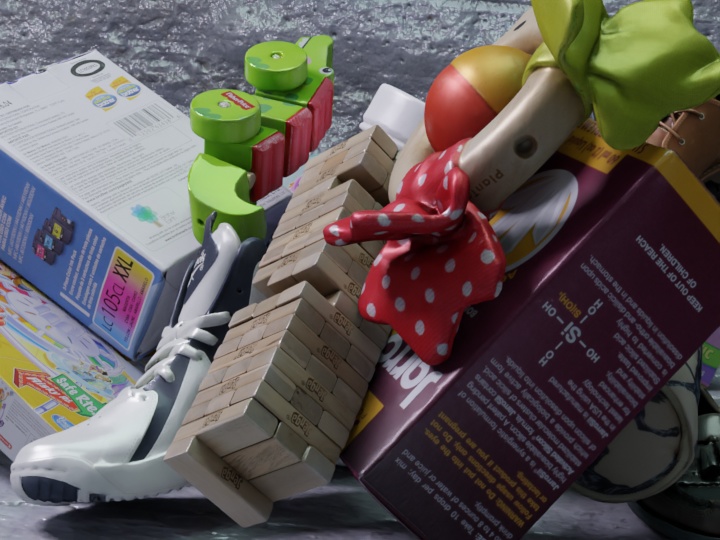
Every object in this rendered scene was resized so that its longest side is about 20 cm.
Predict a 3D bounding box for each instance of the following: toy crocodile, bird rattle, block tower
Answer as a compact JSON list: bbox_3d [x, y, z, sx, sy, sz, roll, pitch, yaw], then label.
[{"bbox_3d":[-0.051,-0.079,0.889,0.061,0.068,0.200,14,33,14],"label":"toy crocodile"},{"bbox_3d":[0.066,-0.058,0.708,0.112,0.200,0.163,33,9,-12],"label":"bird rattle"},{"bbox_3d":[-0.021,0.021,0.727,0.058,0.200,0.054,-24,-59,42],"label":"block tower"}]

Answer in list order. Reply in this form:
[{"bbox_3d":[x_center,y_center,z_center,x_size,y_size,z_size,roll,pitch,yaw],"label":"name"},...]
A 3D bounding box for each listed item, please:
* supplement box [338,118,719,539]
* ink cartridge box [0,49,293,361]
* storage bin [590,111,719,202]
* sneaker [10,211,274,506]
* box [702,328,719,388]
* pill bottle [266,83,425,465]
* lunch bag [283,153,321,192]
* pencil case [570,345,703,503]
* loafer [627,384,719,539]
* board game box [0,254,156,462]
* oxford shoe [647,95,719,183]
[{"bbox_3d":[0.076,0.031,0.728,0.086,0.200,0.110,44,-2,-25],"label":"supplement box"},{"bbox_3d":[-0.159,-0.053,0.920,0.200,0.077,0.136,37,36,14],"label":"ink cartridge box"},{"bbox_3d":[0.181,-0.007,1.058,0.093,0.201,0.135,5,37,-4],"label":"storage bin"},{"bbox_3d":[-0.088,0.039,0.772,0.198,0.130,0.079,-11,-3,-26],"label":"sneaker"},{"bbox_3d":[0.190,0.002,1.285,0.175,0.097,0.200,27,-3,-23],"label":"box"},{"bbox_3d":[0.000,0.000,0.888,0.111,0.201,0.111,28,4,-2],"label":"pill bottle"},{"bbox_3d":[-0.013,-0.004,1.187,0.160,0.077,0.200,-20,-38,38],"label":"lunch bag"},{"bbox_3d":[0.142,0.048,0.846,0.089,0.078,0.200,-1,21,14],"label":"pencil case"},{"bbox_3d":[0.181,0.100,0.853,0.071,0.063,0.200,4,7,-1],"label":"loafer"},{"bbox_3d":[-0.188,0.037,0.867,0.200,0.034,0.134,39,22,22],"label":"board game box"},{"bbox_3d":[0.179,-0.075,0.927,0.071,0.071,0.200,37,51,27],"label":"oxford shoe"}]
